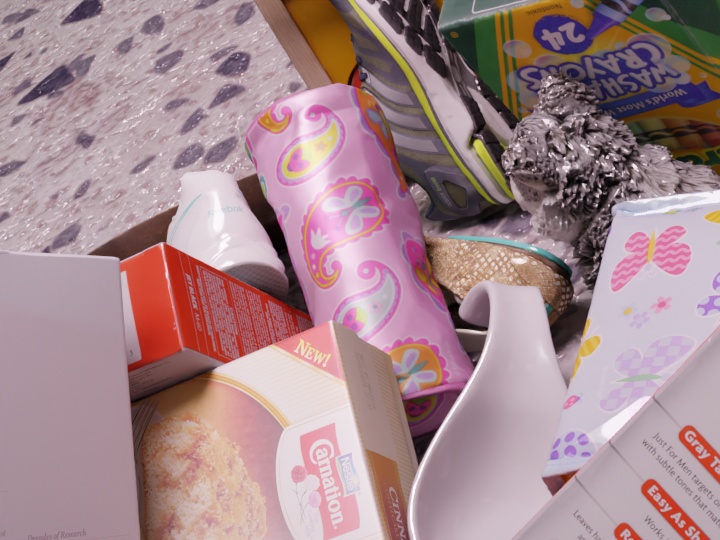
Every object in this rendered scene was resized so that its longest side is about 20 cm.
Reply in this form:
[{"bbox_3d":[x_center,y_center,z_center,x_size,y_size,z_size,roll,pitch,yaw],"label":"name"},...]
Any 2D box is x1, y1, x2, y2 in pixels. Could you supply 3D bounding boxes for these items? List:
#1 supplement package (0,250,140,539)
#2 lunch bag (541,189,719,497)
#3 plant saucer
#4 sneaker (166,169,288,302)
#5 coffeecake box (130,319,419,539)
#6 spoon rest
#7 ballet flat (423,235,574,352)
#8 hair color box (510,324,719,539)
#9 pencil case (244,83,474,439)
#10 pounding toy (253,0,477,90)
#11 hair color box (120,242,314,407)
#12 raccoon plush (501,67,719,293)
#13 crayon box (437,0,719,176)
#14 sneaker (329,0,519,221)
[{"bbox_3d":[-0.204,0.099,0.834,0.150,0.151,0.201,-10,82,39],"label":"supplement package"},{"bbox_3d":[0.197,0.045,0.796,0.199,0.127,0.170,-5,44,29],"label":"lunch bag"},{"bbox_3d":[-0.087,-0.020,1.169,0.199,0.032,0.200,-23,-7,-3],"label":"plant saucer"},{"bbox_3d":[-0.081,0.011,1.071,0.070,0.201,0.081,-10,65,-16],"label":"sneaker"},{"bbox_3d":[-0.068,0.136,0.905,0.199,0.073,0.154,-23,65,18],"label":"coffeecake box"},{"bbox_3d":[0.071,0.080,0.891,0.099,0.061,0.201,6,48,-5],"label":"spoon rest"},{"bbox_3d":[0.037,0.010,1.063,0.200,0.070,0.066,10,69,55],"label":"ballet flat"},{"bbox_3d":[0.117,0.116,0.709,0.200,0.102,0.061,-49,-16,27],"label":"hair color box"},{"bbox_3d":[0.000,0.000,1.005,0.087,0.087,0.201,-25,69,15],"label":"pencil case"},{"bbox_3d":[0.007,-0.175,1.200,0.184,0.200,0.142,-32,21,4],"label":"pounding toy"},{"bbox_3d":[-0.091,0.056,0.987,0.110,0.200,0.064,-22,65,20],"label":"hair color box"},{"bbox_3d":[0.168,-0.047,0.941,0.199,0.134,0.097,-16,34,28],"label":"raccoon plush"},{"bbox_3d":[0.148,-0.102,0.996,0.125,0.200,0.052,-10,54,36],"label":"crayon box"},{"bbox_3d":[0.023,-0.110,1.126,0.081,0.200,0.074,-30,10,29],"label":"sneaker"}]
